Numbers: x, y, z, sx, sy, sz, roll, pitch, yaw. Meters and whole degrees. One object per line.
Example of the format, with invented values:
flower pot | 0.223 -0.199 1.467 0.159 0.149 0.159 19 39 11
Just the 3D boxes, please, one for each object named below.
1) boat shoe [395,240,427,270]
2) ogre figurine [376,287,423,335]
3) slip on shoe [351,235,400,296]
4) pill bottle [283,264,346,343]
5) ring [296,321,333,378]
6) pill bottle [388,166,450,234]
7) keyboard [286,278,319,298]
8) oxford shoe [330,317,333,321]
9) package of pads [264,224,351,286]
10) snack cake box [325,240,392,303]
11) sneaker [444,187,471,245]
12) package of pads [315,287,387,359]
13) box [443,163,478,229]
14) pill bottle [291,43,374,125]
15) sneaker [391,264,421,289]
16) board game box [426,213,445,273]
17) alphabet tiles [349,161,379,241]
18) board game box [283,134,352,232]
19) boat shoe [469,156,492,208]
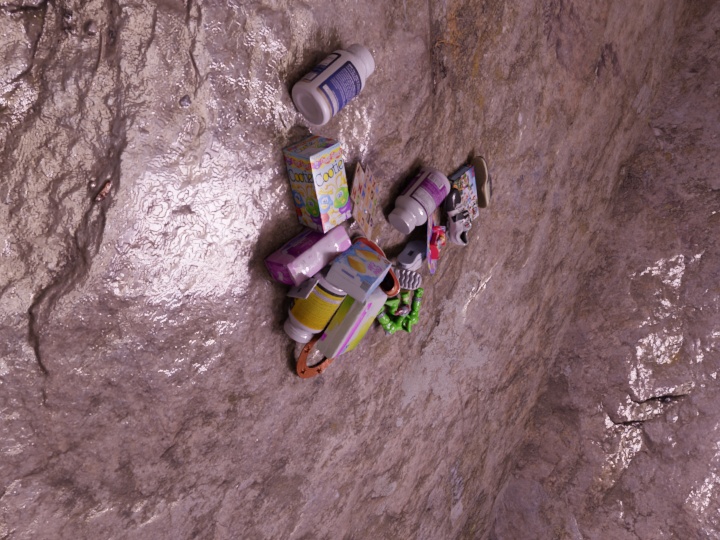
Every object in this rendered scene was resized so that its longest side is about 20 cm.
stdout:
boat shoe | 0.161 -0.025 1.777 0.202 0.074 0.087 -44 155 -55
ogre figurine | 0.125 0.135 1.812 0.199 0.097 0.122 -29 116 -50
slip on shoe | 0.044 -0.015 1.591 0.074 0.201 0.061 -35 171 6
pill bottle | -0.120 0.089 1.475 0.112 0.113 0.201 8 124 -49
ring | -0.106 0.232 1.620 0.200 0.019 0.202 -37 146 -30
pill bottle | 0.174 -0.208 1.690 0.200 0.112 0.113 -49 137 -19
keyboard | -0.148 0.044 1.408 0.011 0.200 0.057 32 79 -17
oxford shoe | -0.058 0.087 1.600 0.199 0.075 0.058 -32 150 -29
package of pads | -0.132 -0.046 1.419 0.200 0.120 0.076 -39 120 -29
snack cake box | 0.000 0.000 1.459 0.068 0.114 0.200 -60 174 22
sneaker | 0.329 -0.174 1.842 0.074 0.088 0.202 -30 128 -28
package of pads | -0.020 0.136 1.521 0.201 0.068 0.154 -57 162 17
box | 0.343 -0.242 1.917 0.136 0.037 0.202 -40 133 -28
pill bottle | -0.058 -0.445 1.323 0.200 0.110 0.112 -47 136 -21
sneaker | 0.080 0.014 1.659 0.082 0.198 0.076 45 65 -87
board game box | 0.249 -0.092 1.809 0.158 0.038 0.203 31 60 -69
alphabet tiles | 0.011 -0.197 1.510 0.200 0.007 0.169 53 44 -63
board game box | -0.103 -0.215 1.388 0.104 0.102 0.202 -34 131 -32
boat shoe | 0.421 -0.314 1.951 0.066 0.071 0.202 -49 138 -34
